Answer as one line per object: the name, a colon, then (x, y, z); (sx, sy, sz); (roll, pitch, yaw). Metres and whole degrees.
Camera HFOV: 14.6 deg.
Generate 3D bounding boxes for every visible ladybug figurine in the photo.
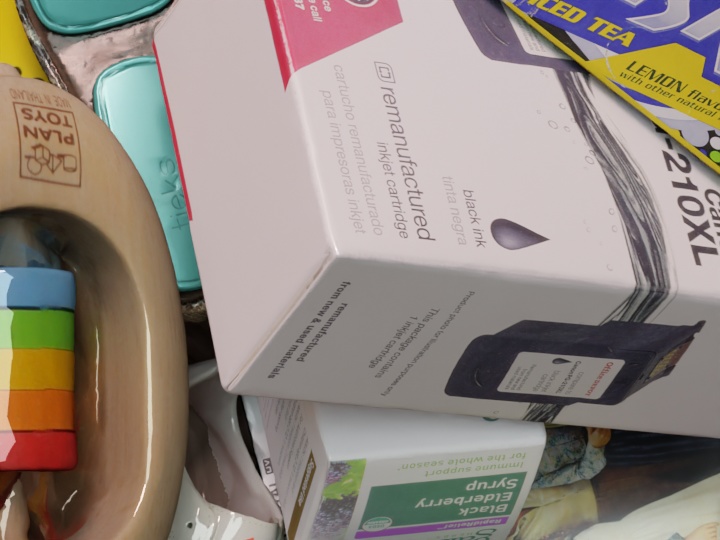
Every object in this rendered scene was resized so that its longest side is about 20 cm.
ladybug figurine: (-0.122, 0.034, 0.915); (0.135, 0.072, 0.202); (9, 78, -41)

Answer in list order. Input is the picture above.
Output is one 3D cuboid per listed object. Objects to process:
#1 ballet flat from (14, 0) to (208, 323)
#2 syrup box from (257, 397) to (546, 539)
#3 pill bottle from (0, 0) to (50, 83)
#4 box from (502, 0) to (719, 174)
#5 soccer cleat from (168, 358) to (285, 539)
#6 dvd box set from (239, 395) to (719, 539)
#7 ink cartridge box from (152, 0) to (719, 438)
ballet flat: (-0.085, -0.078, 0.996); (0.067, 0.075, 0.202); (-14, 87, -10)
syrup box: (0.000, 0.000, 0.999); (0.078, 0.082, 0.201); (-5, 56, -15)
pill bottle: (-0.158, -0.059, 1.038); (0.111, 0.111, 0.201); (-19, 76, -4)
box: (0.121, -0.083, 0.904); (0.200, 0.070, 0.064); (38, 40, 0)
soccer cleat: (-0.057, 0.124, 0.987); (0.077, 0.069, 0.201); (-31, 58, 29)
dvd box set: (0.065, 0.080, 1.039); (0.198, 0.029, 0.147); (-14, 75, -2)
ink cartridge box: (0.046, -0.031, 0.925); (0.199, 0.084, 0.146); (7, 53, -30)
